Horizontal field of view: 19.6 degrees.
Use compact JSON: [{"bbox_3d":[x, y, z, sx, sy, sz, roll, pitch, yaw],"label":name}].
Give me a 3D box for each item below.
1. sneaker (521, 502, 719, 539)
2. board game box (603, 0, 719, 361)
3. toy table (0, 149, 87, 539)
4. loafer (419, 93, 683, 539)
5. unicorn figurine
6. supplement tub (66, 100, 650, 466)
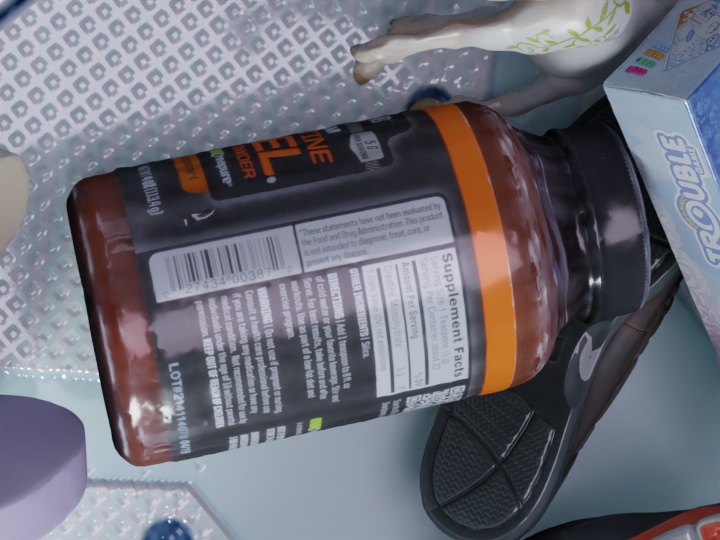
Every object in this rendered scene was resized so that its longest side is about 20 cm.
[{"bbox_3d":[0.132,0.114,0.806,0.198,0.082,0.078,-6,106,19],"label":"sneaker"},{"bbox_3d":[0.196,-0.056,0.799,0.199,0.043,0.201,-47,130,-22],"label":"board game box"},{"bbox_3d":[-0.182,0.034,0.678,0.200,0.183,0.118,-26,120,-52],"label":"toy table"},{"bbox_3d":[0.085,0.016,0.828,0.072,0.063,0.201,27,88,21],"label":"loafer"},{"bbox_3d":[0.073,-0.096,0.766,0.136,0.200,0.074,-12,97,13],"label":"unicorn figurine"},{"bbox_3d":[0.000,0.000,0.750,0.198,0.107,0.108,-12,103,-9],"label":"supplement tub"}]
